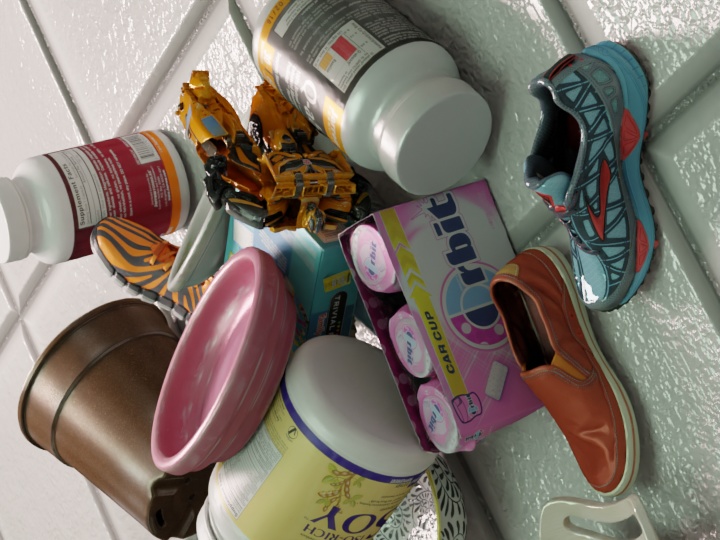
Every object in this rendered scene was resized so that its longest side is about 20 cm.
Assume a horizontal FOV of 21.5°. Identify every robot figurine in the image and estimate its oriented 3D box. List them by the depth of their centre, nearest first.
[{"bbox_3d":[-0.073,-0.098,1.568,0.200,0.145,0.058,52,138,46],"label":"robot figurine"}]

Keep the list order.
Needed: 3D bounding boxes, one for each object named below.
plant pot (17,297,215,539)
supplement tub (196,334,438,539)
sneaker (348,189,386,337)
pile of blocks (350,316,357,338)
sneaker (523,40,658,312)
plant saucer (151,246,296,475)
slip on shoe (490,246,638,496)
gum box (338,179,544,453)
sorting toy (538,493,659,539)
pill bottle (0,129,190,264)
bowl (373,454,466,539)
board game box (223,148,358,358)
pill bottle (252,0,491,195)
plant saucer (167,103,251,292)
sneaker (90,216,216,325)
[{"bbox_3d":[-0.223,0.167,1.992,0.198,0.200,0.201,40,137,30],"label":"plant pot"},{"bbox_3d":[-0.038,0.169,1.580,0.146,0.145,0.200,53,124,29],"label":"supplement tub"},{"bbox_3d":[0.000,0.000,1.656,0.200,0.074,0.082,57,142,25],"label":"sneaker"},{"bbox_3d":[-0.050,0.018,1.768,0.200,0.062,0.082,38,103,46],"label":"pile of blocks"},{"bbox_3d":[0.153,-0.061,1.364,0.079,0.095,0.201,20,121,53],"label":"sneaker"},{"bbox_3d":[-0.110,0.080,1.577,0.201,0.051,0.201,-55,21,32],"label":"plant saucer"},{"bbox_3d":[0.154,0.081,1.453,0.074,0.061,0.201,-27,84,56],"label":"slip on shoe"},{"bbox_3d":[0.077,0.041,1.517,0.066,0.113,0.201,-32,78,58],"label":"gum box"},{"bbox_3d":[0.201,0.256,1.428,0.200,0.107,0.181,-11,98,58],"label":"sorting toy"},{"bbox_3d":[-0.286,-0.071,1.943,0.113,0.199,0.113,34,132,49],"label":"pill bottle"},{"bbox_3d":[0.031,0.224,1.676,0.200,0.094,0.202,-5,83,47],"label":"bowl"},{"bbox_3d":[-0.064,0.014,1.648,0.151,0.047,0.200,49,141,40],"label":"board game box"},{"bbox_3d":[0.009,-0.152,1.526,0.200,0.116,0.117,45,139,38],"label":"pill bottle"},{"bbox_3d":[-0.117,-0.063,1.760,0.050,0.201,0.200,25,144,-8],"label":"plant saucer"},{"bbox_3d":[-0.166,-0.007,1.872,0.200,0.078,0.112,34,138,-10],"label":"sneaker"}]
